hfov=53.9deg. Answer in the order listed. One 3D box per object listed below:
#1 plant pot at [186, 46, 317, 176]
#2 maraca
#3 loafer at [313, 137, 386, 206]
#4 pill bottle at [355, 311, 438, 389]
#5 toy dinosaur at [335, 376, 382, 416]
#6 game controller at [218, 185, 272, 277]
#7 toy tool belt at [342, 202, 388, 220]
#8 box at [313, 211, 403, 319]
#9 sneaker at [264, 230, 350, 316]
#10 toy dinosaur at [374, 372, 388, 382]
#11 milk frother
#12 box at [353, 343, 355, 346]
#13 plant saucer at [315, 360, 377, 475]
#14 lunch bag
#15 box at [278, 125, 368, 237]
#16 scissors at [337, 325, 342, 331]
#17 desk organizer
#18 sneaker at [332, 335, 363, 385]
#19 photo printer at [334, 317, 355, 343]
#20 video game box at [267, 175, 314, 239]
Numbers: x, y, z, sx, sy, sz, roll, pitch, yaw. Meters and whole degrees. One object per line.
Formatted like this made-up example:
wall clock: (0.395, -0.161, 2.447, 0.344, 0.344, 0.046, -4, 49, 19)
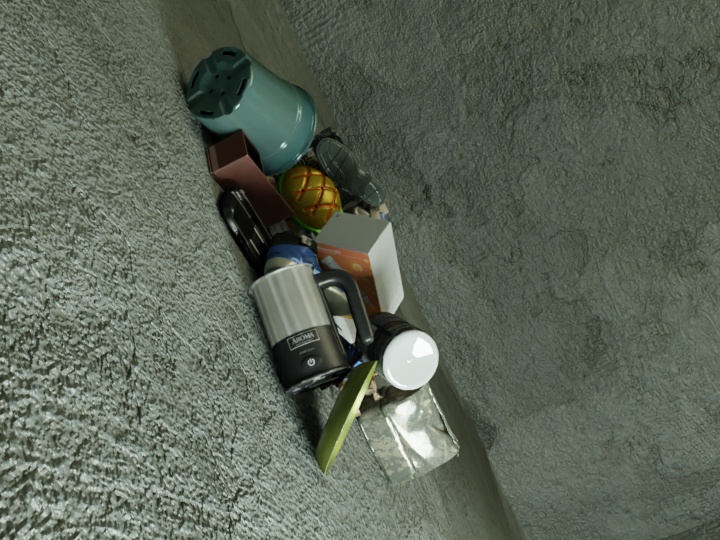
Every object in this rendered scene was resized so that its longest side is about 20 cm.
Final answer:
plant pot: (-0.215, -0.312, 1.353, 0.196, 0.199, 0.202, 32, 34, -59)
maraca: (-0.090, -0.132, 1.469, 0.200, 0.107, 0.137, 51, 54, -5)
loafer: (-0.031, -0.206, 1.506, 0.200, 0.072, 0.063, 40, -10, -28)
pill bottle: (0.054, 0.135, 1.274, 0.107, 0.106, 0.200, 62, -12, -17)
toy dinosaur: (-0.016, 0.208, 1.448, 0.200, 0.085, 0.136, 46, 22, -55)
game controller: (-0.194, -0.056, 1.283, 0.201, 0.042, 0.105, 60, 25, -27)
toy tool belt: (0.027, -0.048, 1.572, 0.122, 0.124, 0.202, -9, 92, -36)
box: (0.000, 0.000, 1.379, 0.098, 0.123, 0.201, -55, 146, -38)
sneaker: (-0.086, -0.001, 1.302, 0.199, 0.077, 0.112, 30, 46, -29)
toy dinosaur: (0.044, 0.168, 1.466, 0.106, 0.060, 0.200, 46, 11, -3)
milk frother: (-0.083, 0.106, 1.208, 0.190, 0.179, 0.200, 69, -23, 16)
box: (0.017, 0.141, 1.710, 0.201, 0.105, 0.123, -105, 169, -45)
plant saucer: (-0.027, 0.233, 1.154, 0.031, 0.202, 0.200, 24, 7, 6)
lunch bag: (0.106, 0.341, 1.532, 0.139, 0.166, 0.201, -68, 134, -76)
box: (-0.081, -0.193, 1.561, 0.201, 0.157, 0.050, 60, -1, -34)
scissors: (-0.096, 0.054, 1.367, 0.200, 0.014, 0.073, 41, -15, 53)
desk organizer: (-0.205, -0.167, 1.342, 0.200, 0.076, 0.072, 53, 16, -53)
sneaker: (-0.089, 0.127, 1.319, 0.200, 0.078, 0.070, 45, 12, 2)
photo printer: (-0.059, 0.080, 1.557, 0.168, 0.069, 0.200, 65, 10, -5)
video game box: (-0.172, -0.136, 1.544, 0.184, 0.046, 0.200, 64, 9, 2)
